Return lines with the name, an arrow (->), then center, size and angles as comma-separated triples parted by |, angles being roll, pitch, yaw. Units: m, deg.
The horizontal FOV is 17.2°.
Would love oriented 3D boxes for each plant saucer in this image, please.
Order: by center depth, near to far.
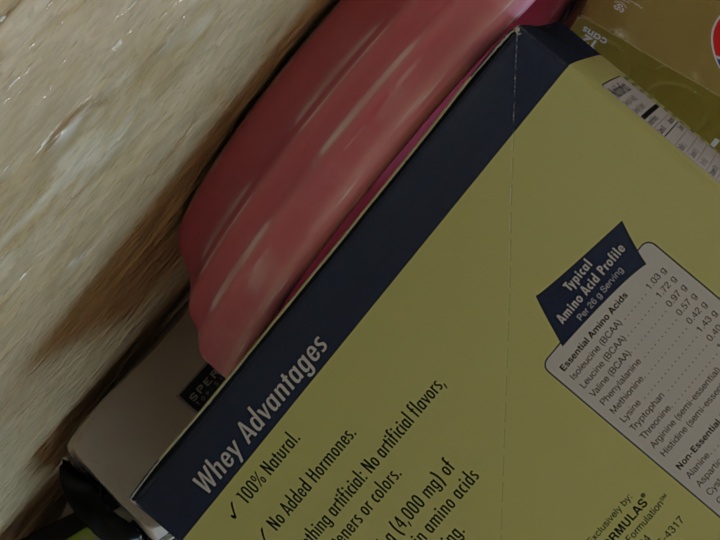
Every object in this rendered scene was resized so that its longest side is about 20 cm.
plant saucer -> 0.003, -0.052, 0.826 | 0.201, 0.051, 0.201 | -50, 175, -6

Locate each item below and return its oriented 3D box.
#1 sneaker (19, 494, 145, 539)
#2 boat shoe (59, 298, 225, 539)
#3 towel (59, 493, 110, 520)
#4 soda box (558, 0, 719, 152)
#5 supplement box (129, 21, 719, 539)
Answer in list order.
sneaker -> -0.074, 0.131, 1.028 | 0.200, 0.083, 0.072 | -32, 146, -9
boat shoe -> -0.046, 0.037, 0.977 | 0.200, 0.075, 0.093 | -42, 173, -17
towel -> -0.112, 0.096, 1.126 | 0.200, 0.031, 0.149 | -55, 176, 31
soda box -> 0.163, -0.048, 0.896 | 0.064, 0.199, 0.068 | -61, -178, -36
supplement box -> 0.073, 0.055, 0.784 | 0.200, 0.200, 0.134 | -50, 176, 11
